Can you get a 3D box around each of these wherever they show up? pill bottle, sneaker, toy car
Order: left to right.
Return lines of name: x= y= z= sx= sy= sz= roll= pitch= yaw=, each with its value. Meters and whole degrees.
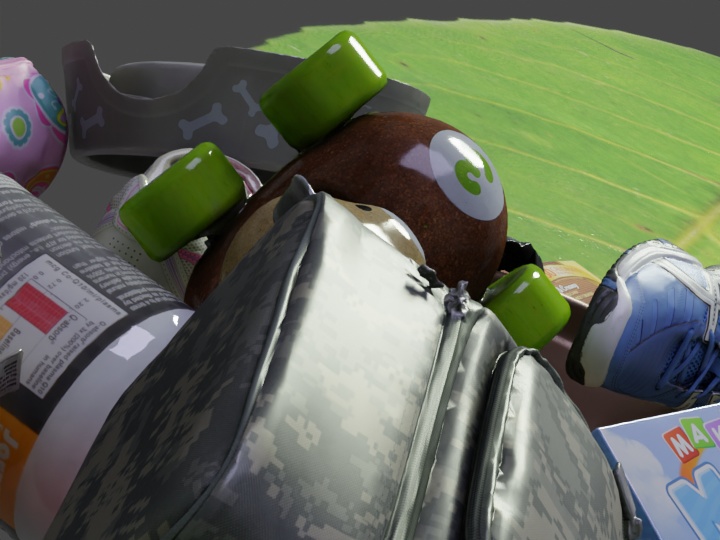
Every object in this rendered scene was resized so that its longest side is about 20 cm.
pill bottle: x=-0.126 y=0.045 z=0.960 sx=0.200 sy=0.117 sz=0.116 roll=34 pitch=20 yaw=24
sneaker: x=-0.069 y=-0.014 z=1.154 sx=0.081 sy=0.088 sz=0.200 roll=30 pitch=20 yaw=13
toy car: x=0.000 y=0.000 z=0.982 sx=0.164 sy=0.158 sz=0.200 roll=52 pitch=-3 yaw=-5
sneaker: x=0.172 y=0.034 z=1.160 sx=0.077 sy=0.076 sz=0.200 roll=33 pitch=20 yaw=32

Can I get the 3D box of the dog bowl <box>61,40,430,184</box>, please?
dog bowl: x=-0.064 y=-0.076 z=1.263 sx=0.200 sy=0.059 sz=0.200 roll=8 pitch=-4 yaw=1

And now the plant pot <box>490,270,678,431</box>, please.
plant pot: x=0.095 y=0.086 z=1.182 sx=0.201 sy=0.093 sz=0.201 roll=23 pitch=20 yaw=-9

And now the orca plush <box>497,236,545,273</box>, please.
orca plush: x=0.004 y=0.006 z=1.302 sx=0.200 sy=0.071 sz=0.105 roll=7 pitch=5 yaw=17

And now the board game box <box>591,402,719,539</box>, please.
board game box: x=0.176 y=0.145 z=0.934 sx=0.151 sy=0.037 sz=0.200 roll=-7 pitch=61 yaw=-46

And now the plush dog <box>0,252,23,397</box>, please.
plush dog: x=-0.236 y=0.015 z=0.865 sx=0.172 sy=0.200 sz=0.161 roll=42 pitch=-11 yaw=17

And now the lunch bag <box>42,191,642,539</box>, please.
lunch bag: x=0.002 y=0.096 z=0.708 sx=0.168 sy=0.139 sz=0.200 roll=39 pitch=27 yaw=-11

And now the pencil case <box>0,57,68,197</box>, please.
pencil case: x=-0.238 y=-0.073 z=1.181 sx=0.087 sy=0.088 sz=0.200 roll=38 pitch=21 yaw=31

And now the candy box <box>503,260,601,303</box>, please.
candy box: x=0.156 y=0.068 z=1.372 sx=0.200 sy=0.057 sz=0.117 roll=35 pitch=21 yaw=29
